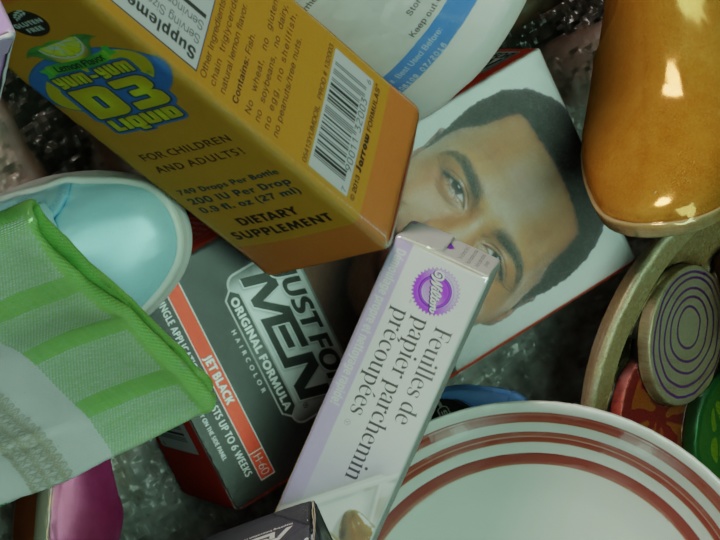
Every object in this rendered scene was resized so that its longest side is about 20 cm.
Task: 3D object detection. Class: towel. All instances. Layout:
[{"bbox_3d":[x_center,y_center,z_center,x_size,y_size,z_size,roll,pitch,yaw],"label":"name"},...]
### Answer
[{"bbox_3d":[-0.165,0.056,0.996,0.200,0.031,0.149,-25,147,12],"label":"towel"}]

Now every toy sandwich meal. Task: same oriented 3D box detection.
[{"bbox_3d":[0.177,0.046,1.192,0.205,0.070,0.206,-19,120,-36],"label":"toy sandwich meal"}]

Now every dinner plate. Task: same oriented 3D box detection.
[{"bbox_3d":[0.068,0.146,1.117,0.200,0.024,0.201,2,102,8],"label":"dinner plate"}]

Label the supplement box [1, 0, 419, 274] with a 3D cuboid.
[{"bbox_3d":[-0.066,-0.077,1.012,0.200,0.066,0.069,40,52,-38],"label":"supplement box"}]

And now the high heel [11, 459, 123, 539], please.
[{"bbox_3d":[-0.083,0.137,1.105,0.096,0.067,0.201,-2,99,-15],"label":"high heel"}]

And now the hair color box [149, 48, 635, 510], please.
[{"bbox_3d":[0.000,0.000,1.142,0.200,0.061,0.102,-32,105,-20],"label":"hair color box"}]

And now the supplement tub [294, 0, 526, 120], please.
[{"bbox_3d":[-0.039,-0.150,1.074,0.200,0.132,0.132,27,82,-25],"label":"supplement tub"}]

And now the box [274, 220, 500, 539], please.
[{"bbox_3d":[-0.006,0.080,1.083,0.039,0.041,0.200,24,103,4],"label":"box"}]

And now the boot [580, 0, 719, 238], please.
[{"bbox_3d":[0.117,-0.118,1.119,0.071,0.201,0.144,-2,124,12],"label":"boot"}]

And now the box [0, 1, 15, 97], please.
[{"bbox_3d":[-0.204,-0.103,0.938,0.096,0.176,0.200,-21,72,-22],"label":"box"}]

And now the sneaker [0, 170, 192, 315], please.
[{"bbox_3d":[-0.154,0.020,1.031,0.200,0.082,0.074,-22,97,-2],"label":"sneaker"}]

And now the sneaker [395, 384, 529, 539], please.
[{"bbox_3d":[0.029,0.142,1.170,0.082,0.071,0.200,5,102,9],"label":"sneaker"}]

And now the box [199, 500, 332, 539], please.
[{"bbox_3d":[-0.078,0.191,1.064,0.200,0.049,0.162,-20,109,8],"label":"box"}]
